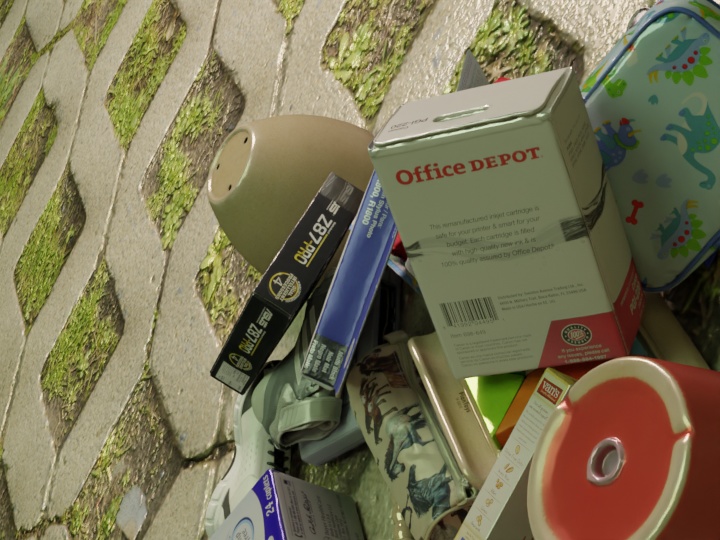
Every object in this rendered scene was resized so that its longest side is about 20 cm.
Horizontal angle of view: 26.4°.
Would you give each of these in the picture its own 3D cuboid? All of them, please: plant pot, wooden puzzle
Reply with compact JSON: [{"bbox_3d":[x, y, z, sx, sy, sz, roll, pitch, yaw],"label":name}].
[{"bbox_3d":[-0.089,-0.092,1.690,0.200,0.134,0.201,-38,39,39],"label":"plant pot"},{"bbox_3d":[0.216,0.149,0.978,0.200,0.177,0.201,-39,39,40],"label":"plant pot"},{"bbox_3d":[0.146,0.063,1.190,0.199,0.037,0.185,-25,37,2],"label":"wooden puzzle"}]

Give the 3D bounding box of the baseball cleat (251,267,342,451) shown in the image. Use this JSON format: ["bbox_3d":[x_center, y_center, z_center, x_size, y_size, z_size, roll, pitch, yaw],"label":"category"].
[{"bbox_3d":[-0.030,0.088,1.480,0.201,0.069,0.107,-58,43,23],"label":"baseball cleat"}]

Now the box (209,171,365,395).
[{"bbox_3d":[-0.073,0.017,1.508,0.162,0.049,0.200,-60,1,-32],"label":"box"}]

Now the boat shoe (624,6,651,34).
[{"bbox_3d":[0.235,-0.142,1.275,0.074,0.063,0.202,-29,44,49],"label":"boat shoe"}]

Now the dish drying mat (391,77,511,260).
[{"bbox_3d":[0.089,-0.096,1.444,0.200,0.018,0.077,-54,30,-4],"label":"dish drying mat"}]

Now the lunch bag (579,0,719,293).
[{"bbox_3d":[0.231,-0.092,1.152,0.200,0.160,0.082,-52,1,27],"label":"lunch bag"}]

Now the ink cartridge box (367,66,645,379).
[{"bbox_3d":[0.110,-0.033,1.125,0.145,0.201,0.085,-9,27,27],"label":"ink cartridge box"}]

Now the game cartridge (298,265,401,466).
[{"bbox_3d":[-0.014,0.089,1.537,0.133,0.041,0.201,-29,45,42],"label":"game cartridge"}]

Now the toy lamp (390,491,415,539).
[{"bbox_3d":[0.040,0.223,1.333,0.058,0.058,0.201,-41,36,36],"label":"toy lamp"}]

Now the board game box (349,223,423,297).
[{"bbox_3d":[0.075,-0.051,1.464,0.135,0.034,0.200,-49,31,2],"label":"board game box"}]

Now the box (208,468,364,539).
[{"bbox_3d":[-0.083,0.322,1.410,0.200,0.105,0.184,-52,32,25],"label":"box"}]

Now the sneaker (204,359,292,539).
[{"bbox_3d":[-0.093,0.192,1.567,0.080,0.073,0.201,9,84,53],"label":"sneaker"}]

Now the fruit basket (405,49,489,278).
[{"bbox_3d":[0.081,-0.062,1.278,0.093,0.200,0.186,11,78,25],"label":"fruit basket"}]

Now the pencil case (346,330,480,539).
[{"bbox_3d":[0.053,0.148,1.306,0.090,0.077,0.201,-59,41,34],"label":"pencil case"}]

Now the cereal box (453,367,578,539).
[{"bbox_3d":[0.146,0.184,1.100,0.201,0.143,0.040,-63,30,7],"label":"cereal box"}]

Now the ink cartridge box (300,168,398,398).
[{"bbox_3d":[0.000,0.000,1.330,0.200,0.040,0.201,-64,-6,-86],"label":"ink cartridge box"}]
